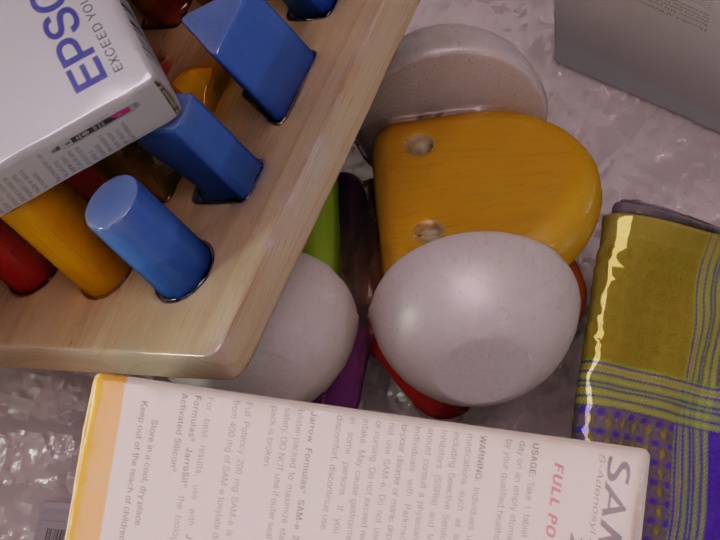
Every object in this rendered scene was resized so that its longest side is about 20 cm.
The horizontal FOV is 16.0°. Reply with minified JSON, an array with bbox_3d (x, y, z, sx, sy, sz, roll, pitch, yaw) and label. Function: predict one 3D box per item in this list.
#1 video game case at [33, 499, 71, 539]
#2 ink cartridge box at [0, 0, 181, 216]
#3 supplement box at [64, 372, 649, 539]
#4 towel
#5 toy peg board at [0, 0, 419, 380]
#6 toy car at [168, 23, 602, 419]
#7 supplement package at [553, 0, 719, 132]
[{"bbox_3d":[-0.107,0.196,1.047,0.143,0.018,0.201,-1,71,47],"label":"video game case"},{"bbox_3d":[-0.195,-0.093,0.950,0.200,0.043,0.197,-29,67,0],"label":"ink cartridge box"},{"bbox_3d":[0.001,0.097,0.947,0.199,0.126,0.074,8,77,4],"label":"supplement box"},{"bbox_3d":[0.146,0.077,1.056,0.143,0.023,0.201,18,74,-31],"label":"towel"},{"bbox_3d":[-0.104,-0.070,0.998,0.199,0.098,0.200,1,58,43],"label":"toy peg board"},{"bbox_3d":[0.000,0.000,1.069,0.199,0.150,0.175,-4,48,0],"label":"toy car"},{"bbox_3d":[0.177,-0.154,1.061,0.151,0.200,0.151,24,79,10],"label":"supplement package"}]
